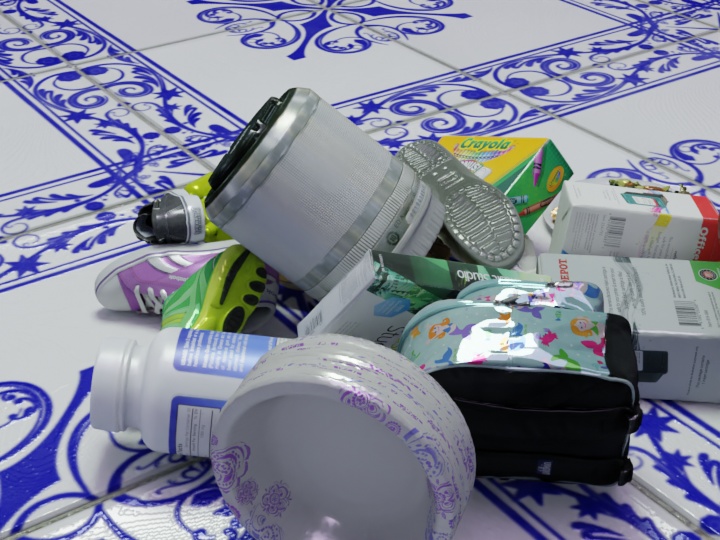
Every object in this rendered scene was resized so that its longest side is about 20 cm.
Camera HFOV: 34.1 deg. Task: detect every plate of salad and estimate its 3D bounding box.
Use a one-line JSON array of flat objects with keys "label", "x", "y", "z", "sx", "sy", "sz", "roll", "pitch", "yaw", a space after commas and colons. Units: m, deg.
[{"label": "plate of salad", "x": 0.322, "y": -0.077, "z": 1.431, "sx": 0.200, "sy": 0.048, "sz": 0.200, "roll": -1, "pitch": 30, "yaw": 0}]

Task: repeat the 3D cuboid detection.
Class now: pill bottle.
[{"label": "pill bottle", "x": -0.132, "y": 0.109, "z": 1.040, "sx": 0.200, "sy": 0.112, "sz": 0.112, "roll": 7, "pitch": 31, "yaw": -3}]

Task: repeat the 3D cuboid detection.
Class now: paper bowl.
[{"label": "paper bowl", "x": -0.008, "y": 0.140, "z": 0.919, "sx": 0.200, "sy": 0.201, "sz": 0.104, "roll": 10, "pitch": 33, "yaw": 16}]

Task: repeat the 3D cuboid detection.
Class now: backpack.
[{"label": "backpack", "x": 0.126, "y": 0.098, "z": 1.002, "sx": 0.200, "sy": 0.178, "sz": 0.151, "roll": -2, "pitch": 47, "yaw": 3}]

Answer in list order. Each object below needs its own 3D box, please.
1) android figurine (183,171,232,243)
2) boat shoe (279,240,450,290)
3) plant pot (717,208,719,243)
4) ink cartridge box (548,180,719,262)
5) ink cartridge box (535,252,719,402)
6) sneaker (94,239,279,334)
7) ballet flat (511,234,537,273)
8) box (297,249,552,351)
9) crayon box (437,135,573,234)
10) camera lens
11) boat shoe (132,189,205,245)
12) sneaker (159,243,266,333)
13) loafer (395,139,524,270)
[{"label": "android figurine", "x": -0.122, "y": -0.065, "z": 1.387, "sx": 0.182, "sy": 0.041, "sz": 0.200, "roll": 21, "pitch": 25, "yaw": 12}, {"label": "boat shoe", "x": 0.000, "y": 0.000, "z": 1.305, "sx": 0.200, "sy": 0.063, "sz": 0.073, "roll": -2, "pitch": 57, "yaw": 2}, {"label": "plant pot", "x": 0.423, "y": -0.017, "z": 1.085, "sx": 0.200, "sy": 0.201, "sz": 0.195, "roll": 2, "pitch": 21, "yaw": 4}, {"label": "ink cartridge box", "x": 0.308, "y": -0.022, "z": 1.258, "sx": 0.200, "sy": 0.116, "sz": 0.067, "roll": 7, "pitch": 27, "yaw": -3}, {"label": "ink cartridge box", "x": 0.275, "y": 0.055, "z": 1.174, "sx": 0.200, "sy": 0.083, "sz": 0.147, "roll": 4, "pitch": 31, "yaw": 5}, {"label": "sneaker", "x": -0.185, "y": 0.032, "z": 1.234, "sx": 0.200, "sy": 0.073, "sz": 0.114, "roll": -11, "pitch": 50, "yaw": 5}, {"label": "ballet flat", "x": 0.167, "y": -0.027, "z": 1.331, "sx": 0.069, "sy": 0.070, "sz": 0.200, "roll": -3, "pitch": 31, "yaw": -4}, {"label": "box", "x": 0.061, "y": 0.041, "z": 1.090, "sx": 0.200, "sy": 0.144, "sz": 0.036, "roll": 6, "pitch": 57, "yaw": -30}, {"label": "crayon box", "x": 0.133, "y": -0.093, "z": 1.346, "sx": 0.119, "sy": 0.058, "sz": 0.200, "roll": -50, "pitch": 28, "yaw": -18}, {"label": "camera lens", "x": -0.038, "y": -0.067, "z": 1.142, "sx": 0.200, "sy": 0.160, "sz": 0.160, "roll": 37, "pitch": 30, "yaw": -11}, {"label": "boat shoe", "x": -0.222, "y": -0.052, "z": 1.322, "sx": 0.066, "sy": 0.070, "sz": 0.200, "roll": -8, "pitch": 8, "yaw": -17}, {"label": "sneaker", "x": -0.162, "y": 0.064, "z": 1.150, "sx": 0.084, "sy": 0.074, "sz": 0.200, "roll": -8, "pitch": 43, "yaw": 56}, {"label": "loafer", "x": 0.106, "y": -0.059, "z": 1.227, "sx": 0.075, "sy": 0.070, "sz": 0.200, "roll": -25, "pitch": 50, "yaw": -11}]
